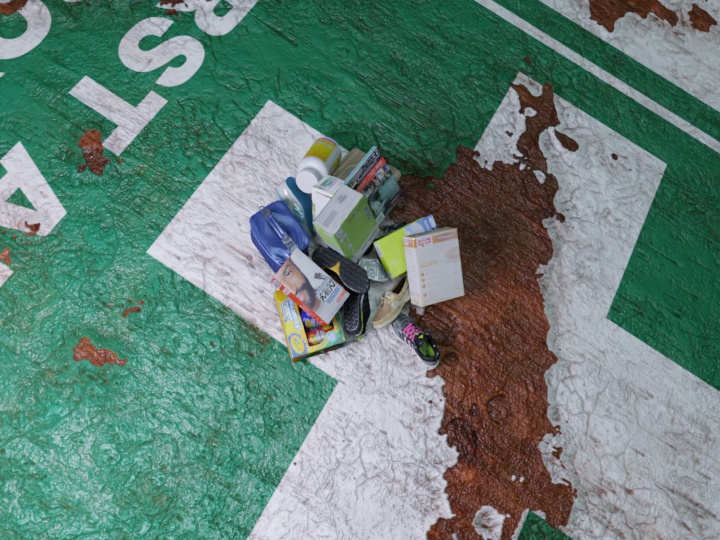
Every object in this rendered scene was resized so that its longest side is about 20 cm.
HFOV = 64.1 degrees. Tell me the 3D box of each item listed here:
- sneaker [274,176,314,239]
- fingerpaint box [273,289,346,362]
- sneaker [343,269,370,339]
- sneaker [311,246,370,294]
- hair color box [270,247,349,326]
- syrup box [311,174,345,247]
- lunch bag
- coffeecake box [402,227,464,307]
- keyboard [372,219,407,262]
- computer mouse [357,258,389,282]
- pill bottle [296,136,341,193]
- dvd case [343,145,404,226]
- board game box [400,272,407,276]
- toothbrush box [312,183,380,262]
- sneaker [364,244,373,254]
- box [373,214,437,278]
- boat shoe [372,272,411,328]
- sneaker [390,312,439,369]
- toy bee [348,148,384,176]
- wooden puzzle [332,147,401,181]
[{"bbox_3d":[-0.189,-0.186,1.775,0.076,0.080,0.203,-38,101,-49],"label":"sneaker"},{"bbox_3d":[-0.148,0.141,1.662,0.163,0.074,0.204,-14,73,-15],"label":"fingerpaint box"},{"bbox_3d":[-0.007,0.099,1.698,0.070,0.082,0.205,0,74,30],"label":"sneaker"},{"bbox_3d":[-0.051,0.007,1.663,0.198,0.090,0.071,33,76,15],"label":"sneaker"},{"bbox_3d":[-0.140,0.048,1.605,0.199,0.064,0.112,40,69,-6],"label":"hair color box"},{"bbox_3d":[-0.090,-0.170,1.703,0.080,0.203,0.079,22,45,23],"label":"syrup box"},{"bbox_3d":[-0.242,-0.107,1.703,0.135,0.133,0.201,-36,80,-20],"label":"lunch bag"},{"bbox_3d":[0.217,-0.013,1.700,0.150,0.073,0.205,-12,101,-22],"label":"coffeecake box"},{"bbox_3d":[0.127,-0.104,1.780,0.196,0.040,0.106,-21,97,-18],"label":"keyboard"},{"bbox_3d":[0.000,0.000,1.757,0.195,0.044,0.112,9,72,-4],"label":"computer mouse"},{"bbox_3d":[-0.132,-0.324,1.780,0.102,0.105,0.202,24,42,-1],"label":"pill bottle"},{"bbox_3d":[0.043,-0.242,1.697,0.022,0.201,0.147,25,72,45],"label":"dvd case"},{"bbox_3d":[0.199,-0.048,1.808,0.195,0.046,0.155,10,69,-6],"label":"board game box"},{"bbox_3d":[-0.036,-0.124,1.649,0.085,0.201,0.147,30,76,29],"label":"toothbrush box"},{"bbox_3d":[0.010,-0.139,1.801,0.081,0.072,0.204,9,58,5],"label":"sneaker"},{"bbox_3d":[0.150,-0.073,1.740,0.197,0.048,0.124,-27,96,-17],"label":"box"},{"bbox_3d":[0.093,0.088,1.717,0.200,0.073,0.067,-48,117,-30],"label":"boat shoe"},{"bbox_3d":[0.166,0.197,1.690,0.073,0.088,0.201,-36,79,-20],"label":"sneaker"},{"bbox_3d":[0.014,-0.255,1.749,0.109,0.197,0.133,43,33,-37],"label":"toy bee"},{"bbox_3d":[0.004,-0.290,1.846,0.198,0.038,0.185,33,67,24],"label":"wooden puzzle"}]
